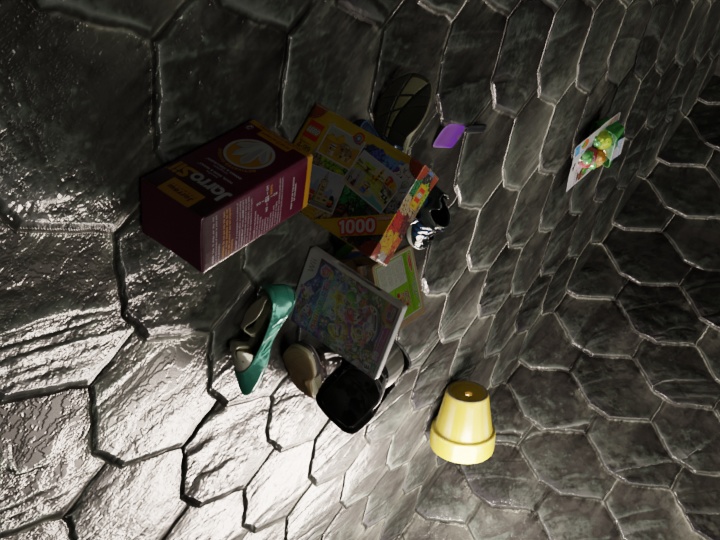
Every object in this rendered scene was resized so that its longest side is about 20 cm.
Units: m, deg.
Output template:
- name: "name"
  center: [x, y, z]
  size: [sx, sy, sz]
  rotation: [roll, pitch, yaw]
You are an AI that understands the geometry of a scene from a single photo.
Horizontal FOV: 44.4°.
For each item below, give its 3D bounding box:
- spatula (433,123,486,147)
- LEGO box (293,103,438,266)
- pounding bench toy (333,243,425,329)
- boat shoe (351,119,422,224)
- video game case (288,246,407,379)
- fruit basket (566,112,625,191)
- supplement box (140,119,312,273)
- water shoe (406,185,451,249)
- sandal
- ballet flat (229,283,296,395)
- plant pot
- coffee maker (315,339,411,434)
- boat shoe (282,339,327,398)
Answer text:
- name: "spatula"
  center: [0.205, -0.275, 1.748]
  size: [0.199, 0.021, 0.057]
  rotation: [-26, 153, -55]
- name: "LEGO box"
  center: [-0.012, -0.123, 1.273]
  size: [0.150, 0.199, 0.077]
  rotation: [-59, 157, 2]
- name: "pounding bench toy"
  center: [0.000, 0.000, 1.539]
  size: [0.124, 0.154, 0.203]
  rotation: [-29, 111, -48]
- name: "boat shoe"
  center: [0.047, -0.161, 1.423]
  size: [0.201, 0.068, 0.085]
  rotation: [56, 49, -35]
- name: "video game case"
  center: [-0.026, 0.070, 1.479]
  size: [0.018, 0.199, 0.145]
  rotation: [-20, 136, -54]
- name: "fruit basket"
  center: [0.668, -0.334, 2.518]
  size: [0.200, 0.093, 0.186]
  rotation: [-43, 153, -24]
- name: "supplement box"
  center: [-0.166, -0.098, 1.109]
  size: [0.199, 0.110, 0.086]
  rotation: [-37, 149, -40]
- name: "water shoe"
  center: [0.139, -0.094, 1.763]
  size: [0.072, 0.078, 0.201]
  rotation: [-48, 155, -21]
- name: "sandal"
  center: [0.057, -0.234, 1.457]
  size: [0.057, 0.079, 0.203]
  rotation: [-62, 175, -61]
- name: "ballet flat"
  center: [-0.173, 0.107, 1.424]
  size: [0.070, 0.067, 0.202]
  rotation: [14, 108, -40]
- name: "plant pot"
  center: [0.314, 0.446, 2.654]
  size: [0.200, 0.199, 0.192]
  rotation: [-27, 128, -50]
- name: "coffee maker"
  center: [0.001, 0.243, 1.785]
  size: [0.200, 0.133, 0.194]
  rotation: [-37, 147, -64]
- name: "boat shoe"
  center: [-0.096, 0.171, 1.637]
  size: [0.065, 0.071, 0.201]
  rotation: [-53, 160, -24]
